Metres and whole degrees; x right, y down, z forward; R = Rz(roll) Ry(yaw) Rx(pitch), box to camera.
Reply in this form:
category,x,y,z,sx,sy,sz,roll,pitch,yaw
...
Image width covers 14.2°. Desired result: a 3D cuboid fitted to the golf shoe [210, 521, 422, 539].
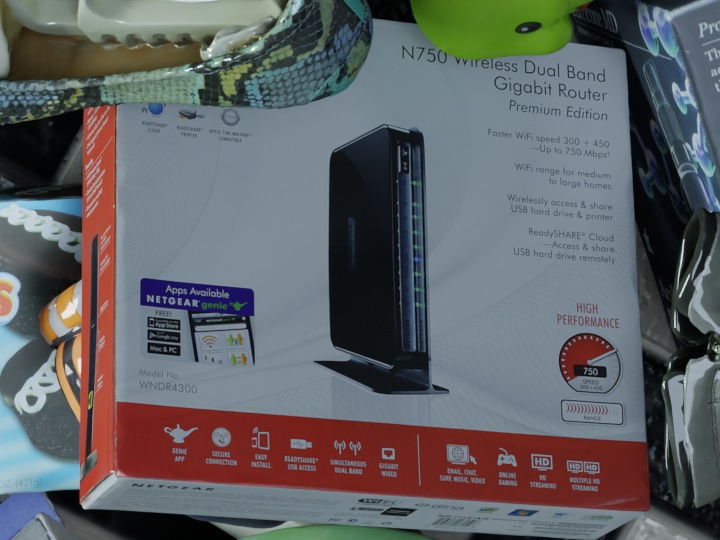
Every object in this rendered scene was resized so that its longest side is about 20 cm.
category,x,y,z,sx,sy,sz,roll,pitch,yaw
golf shoe,0.001,0.139,1.153,0.200,0.078,0.097,30,100,-14

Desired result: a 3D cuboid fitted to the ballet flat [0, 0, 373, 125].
category,x,y,z,sx,sy,sz,roll,pitch,yaw
ballet flat,-0.097,-0.090,0.979,0.200,0.074,0.074,-4,103,11

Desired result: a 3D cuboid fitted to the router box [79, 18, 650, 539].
category,x,y,z,sx,sy,sz,roll,pitch,yaw
router box,0.000,0.000,1.041,0.200,0.049,0.180,5,71,-19

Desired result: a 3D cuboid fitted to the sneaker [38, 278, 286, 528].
category,x,y,z,sx,sy,sz,roll,pitch,yaw
sneaker,-0.017,0.034,1.095,0.200,0.078,0.112,-21,82,-25

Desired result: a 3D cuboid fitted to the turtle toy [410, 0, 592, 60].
category,x,y,z,sx,sy,sz,roll,pitch,yaw
turtle toy,-0.004,-0.146,1.023,0.200,0.146,0.101,23,85,-3

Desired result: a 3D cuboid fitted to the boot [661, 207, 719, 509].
category,x,y,z,sx,sy,sz,roll,pitch,yaw
boot,0.169,0.074,1.029,0.130,0.068,0.200,-4,95,-5

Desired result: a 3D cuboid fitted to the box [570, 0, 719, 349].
category,x,y,z,sx,sy,sz,roll,pitch,yaw
box,0.171,-0.033,1.111,0.107,0.148,0.200,-20,104,-7

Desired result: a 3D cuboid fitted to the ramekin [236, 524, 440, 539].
category,x,y,z,sx,sy,sz,roll,pitch,yaw
ramekin,-0.007,0.203,1.108,0.200,0.098,0.200,1,126,1

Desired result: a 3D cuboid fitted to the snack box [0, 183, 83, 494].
category,x,y,z,sx,sy,sz,roll,pitch,yaw
snack box,-0.178,0.029,1.112,0.200,0.037,0.116,-4,100,-10

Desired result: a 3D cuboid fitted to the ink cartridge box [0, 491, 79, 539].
category,x,y,z,sx,sy,sz,roll,pitch,yaw
ink cartridge box,-0.166,0.185,1.063,0.198,0.200,0.047,-41,134,-1
